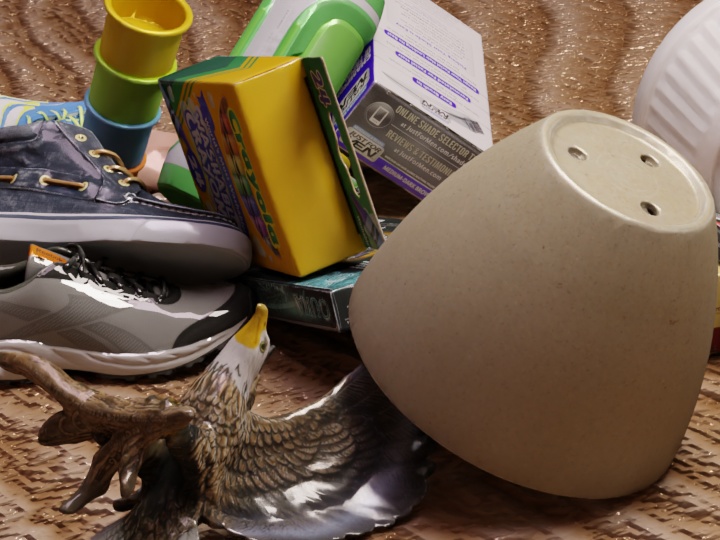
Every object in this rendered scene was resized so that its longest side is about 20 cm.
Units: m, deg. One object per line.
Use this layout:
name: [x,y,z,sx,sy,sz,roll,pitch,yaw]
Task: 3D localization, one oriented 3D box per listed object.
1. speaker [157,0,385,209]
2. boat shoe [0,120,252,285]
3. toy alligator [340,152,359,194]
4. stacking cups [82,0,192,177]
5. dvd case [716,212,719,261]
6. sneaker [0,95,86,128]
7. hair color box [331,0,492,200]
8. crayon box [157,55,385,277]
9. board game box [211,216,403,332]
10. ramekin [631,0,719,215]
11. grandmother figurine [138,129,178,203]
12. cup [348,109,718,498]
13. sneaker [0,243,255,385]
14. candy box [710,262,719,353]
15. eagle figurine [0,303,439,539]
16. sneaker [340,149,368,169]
speaker: [-0.063,-0.125,1.646,0.088,0.201,0.088,29,-11,6]
boat shoe: [-0.161,-0.047,1.477,0.199,0.091,0.071,3,-24,14]
toy alligator: [-0.020,-0.050,1.570,0.054,0.059,0.200,27,-15,-4]
stacking cups: [-0.161,-0.098,1.577,0.060,0.201,0.061,11,39,-9]
dvd case: [0.291,0.014,1.392,0.145,0.022,0.200,15,12,-23]
sneaker: [-0.222,-0.100,1.621,0.105,0.076,0.200,-23,-10,2]
hair color box: [0.036,-0.137,1.728,0.109,0.065,0.200,32,25,-18]
crayon box: [-0.059,-0.067,1.449,0.051,0.126,0.200,-23,12,-18]
board game box: [0.000,0.000,1.462,0.135,0.028,0.200,-18,11,-23]
ramekin: [0.284,-0.087,1.510,0.201,0.203,0.094,-6,31,-9]
grandmother figurine: [-0.117,-0.078,1.726,0.199,0.061,0.122,8,55,18]
cup: [0.111,0.001,1.242,0.199,0.144,0.201,18,34,-13]
sneaker: [-0.164,0.022,1.429,0.199,0.080,0.074,-3,18,-5]
candy box: [0.142,0.002,1.472,0.116,0.057,0.200,-9,23,-15]
eagle figurine: [-0.068,0.088,1.216,0.200,0.151,0.152,19,38,-58]
sneaker: [-0.015,-0.148,1.822,0.074,0.107,0.200,-10,22,-20]
